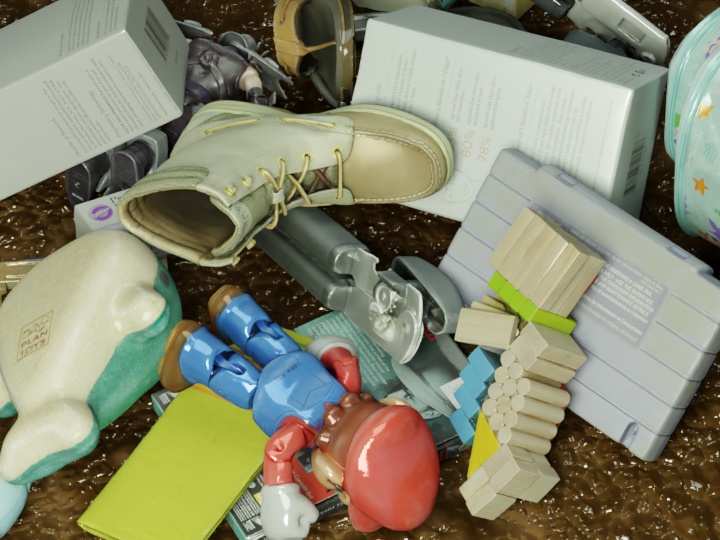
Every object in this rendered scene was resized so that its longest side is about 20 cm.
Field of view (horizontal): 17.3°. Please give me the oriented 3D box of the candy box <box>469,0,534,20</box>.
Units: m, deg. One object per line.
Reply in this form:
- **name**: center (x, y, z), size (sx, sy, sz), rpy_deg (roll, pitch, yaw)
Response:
- **candy box**: center (0.077, -0.287, 1.909), size (0.199, 0.055, 0.115), rpy_deg (28, 55, 26)

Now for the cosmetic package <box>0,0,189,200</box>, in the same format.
- **cosmetic package**: center (-0.230, -0.128, 1.703), size (0.199, 0.085, 0.108), rpy_deg (-24, 32, 17)

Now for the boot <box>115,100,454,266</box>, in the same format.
- **boot**: center (-0.049, -0.056, 1.593), size (0.199, 0.072, 0.155), rpy_deg (7, 27, 18)

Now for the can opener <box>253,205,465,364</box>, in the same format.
- **can opener**: center (0.000, 0.000, 1.629), size (0.067, 0.054, 0.200), rpy_deg (-3, 27, -32)

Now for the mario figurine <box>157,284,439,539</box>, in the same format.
- **mario figurine**: center (-0.035, 0.104, 1.509), size (0.200, 0.106, 0.124), rpy_deg (37, 92, 23)

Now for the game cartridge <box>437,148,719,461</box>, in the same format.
- **game cartridge**: center (0.147, 0.019, 1.570), size (0.200, 0.038, 0.130), rpy_deg (35, 101, 27)

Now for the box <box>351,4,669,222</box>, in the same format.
- **box**: center (0.100, -0.100, 1.664), size (0.199, 0.125, 0.097), rpy_deg (17, 19, 19)

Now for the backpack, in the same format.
- **backpack**: center (0.294, -0.104, 1.635), size (0.150, 0.178, 0.200), rpy_deg (28, 52, 29)

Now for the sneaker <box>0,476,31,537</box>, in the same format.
- **sneaker**: center (-0.304, 0.121, 1.548), size (0.199, 0.074, 0.082), rpy_deg (27, 46, 16)

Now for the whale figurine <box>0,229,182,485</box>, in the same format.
- **whale figurine**: center (-0.178, 0.067, 1.550), size (0.159, 0.104, 0.201), rpy_deg (-29, 33, 24)

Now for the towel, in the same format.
- **towel**: center (-0.095, 0.110, 1.547), size (0.086, 0.018, 0.200), rpy_deg (19, 52, 26)

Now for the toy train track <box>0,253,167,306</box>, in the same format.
- **toy train track**: center (-0.235, 0.012, 1.670), size (0.199, 0.033, 0.115), rpy_deg (-4, 39, -7)

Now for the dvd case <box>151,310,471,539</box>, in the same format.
- **dvd case**: center (-0.020, 0.094, 1.580), size (0.199, 0.022, 0.146), rpy_deg (-25, 50, -17)

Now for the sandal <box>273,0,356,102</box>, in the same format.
- **sandal**: center (-0.044, -0.183, 1.771), size (0.054, 0.082, 0.200), rpy_deg (-11, 33, -14)

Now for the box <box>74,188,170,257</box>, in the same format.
- **box**: center (-0.106, -0.049, 1.693), size (0.199, 0.039, 0.041), rpy_deg (-18, 45, -22)

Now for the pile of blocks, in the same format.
- **pile of blocks**: center (0.107, 0.064, 1.542), size (0.082, 0.062, 0.201), rpy_deg (12, 85, 42)

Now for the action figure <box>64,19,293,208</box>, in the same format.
- **action figure**: center (-0.135, -0.119, 1.762), size (0.130, 0.070, 0.200), rpy_deg (19, 47, 30)

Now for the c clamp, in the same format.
- **c clamp**: center (0.054, -0.149, 1.799), size (0.199, 0.027, 0.171), rpy_deg (0, 46, 6)

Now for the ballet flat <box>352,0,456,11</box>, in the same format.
- **ballet flat**: center (-0.003, -0.244, 1.865), size (0.200, 0.072, 0.072), rpy_deg (22, 51, 33)

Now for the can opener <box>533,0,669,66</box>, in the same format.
- **can opener**: center (0.143, -0.205, 1.776), size (0.200, 0.053, 0.067), rpy_deg (37, 59, 2)
